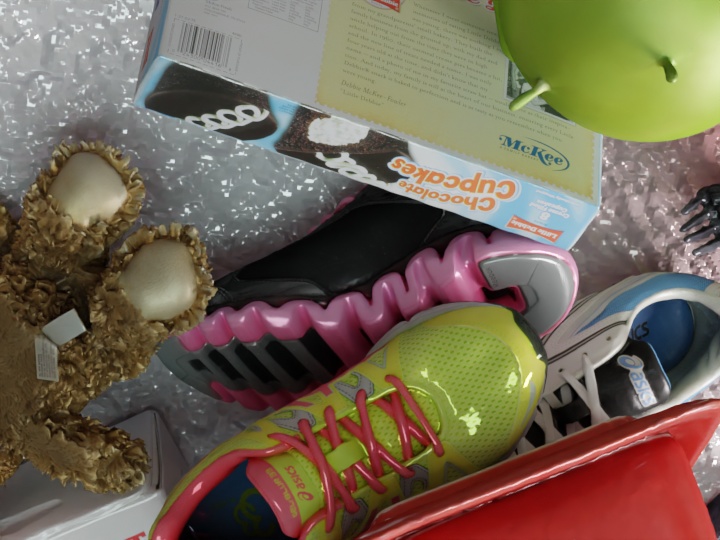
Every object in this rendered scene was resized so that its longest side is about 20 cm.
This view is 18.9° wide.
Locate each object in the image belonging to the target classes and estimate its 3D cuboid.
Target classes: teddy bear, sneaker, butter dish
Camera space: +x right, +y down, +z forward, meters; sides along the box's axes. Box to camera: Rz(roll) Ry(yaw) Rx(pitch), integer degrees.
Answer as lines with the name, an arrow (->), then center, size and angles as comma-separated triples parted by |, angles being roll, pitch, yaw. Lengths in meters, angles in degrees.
teddy bear -> -0.141, 0.031, 0.981 | 0.145, 0.067, 0.201 | 30, 116, 11
sneaker -> -0.008, 0.083, 0.918 | 0.200, 0.090, 0.078 | -35, 85, 16
butter dish -> 0.081, 0.171, 0.936 | 0.199, 0.148, 0.200 | -20, 155, -23
sneaker -> 0.000, 0.000, 0.991 | 0.199, 0.096, 0.079 | -14, 140, 12
sneaker -> 0.094, 0.058, 0.995 | 0.200, 0.072, 0.072 | -31, 100, -21

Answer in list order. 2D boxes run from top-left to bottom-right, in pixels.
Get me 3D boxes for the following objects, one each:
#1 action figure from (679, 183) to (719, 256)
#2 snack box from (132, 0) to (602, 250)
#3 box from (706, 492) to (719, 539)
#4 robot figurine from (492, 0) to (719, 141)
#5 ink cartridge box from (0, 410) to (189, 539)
action figure -> 0.242, -0.028, 0.945 | 0.119, 0.102, 0.200 | 50, 138, -13
snack box -> 0.009, -0.091, 0.929 | 0.199, 0.117, 0.037 | 18, 140, -14
box -> 0.219, 0.214, 1.139 | 0.200, 0.036, 0.143 | 40, 104, -22
robot figurine -> 0.129, -0.134, 0.881 | 0.175, 0.200, 0.116 | -10, 126, 42
ink cartridge box -> -0.122, 0.188, 1.061 | 0.144, 0.084, 0.201 | -23, 116, 5
